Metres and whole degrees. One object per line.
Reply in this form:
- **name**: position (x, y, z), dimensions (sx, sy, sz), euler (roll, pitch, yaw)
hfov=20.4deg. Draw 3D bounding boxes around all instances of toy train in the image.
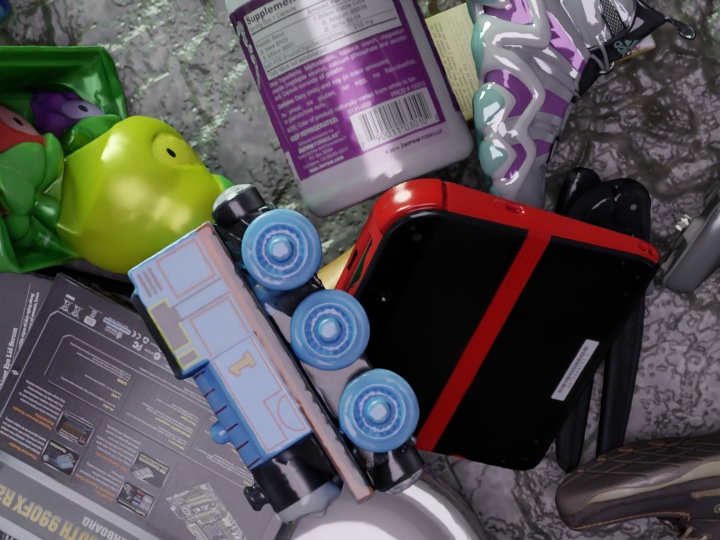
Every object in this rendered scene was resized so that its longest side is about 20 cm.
- **toy train**: position (-0.046, 0.052, 1.151), dimensions (0.114, 0.087, 0.201), euler (-31, 88, -1)

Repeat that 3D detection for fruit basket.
- **fruit basket**: position (-0.172, -0.065, 1.235), dimensions (0.214, 0.216, 0.157), euler (-12, 92, 5)

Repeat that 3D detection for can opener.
- **can opener**: position (0.157, 0.036, 1.285), dimensions (0.063, 0.079, 0.202), euler (-1, 102, 1)

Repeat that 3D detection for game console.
- **game console**: position (0.066, 0.037, 1.229), dimensions (0.175, 0.031, 0.201), euler (13, 130, -17)

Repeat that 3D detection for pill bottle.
- **pill bottle**: position (-0.016, -0.143, 1.215), dimensions (0.111, 0.112, 0.201), euler (-22, 90, 5)

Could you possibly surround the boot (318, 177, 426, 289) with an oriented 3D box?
- **boot**: position (0.001, 0.000, 1.289), dimensions (0.200, 0.071, 0.145), euler (23, 101, -8)

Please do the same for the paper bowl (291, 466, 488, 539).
- **paper bowl**: position (-0.008, 0.214, 1.287), dimensions (0.199, 0.104, 0.203), euler (0, 94, 4)

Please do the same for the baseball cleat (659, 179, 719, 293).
- **baseball cleat**: position (0.280, -0.048, 1.267), dimensions (0.106, 0.070, 0.200), euler (38, 96, 2)

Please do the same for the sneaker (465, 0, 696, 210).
- **sneaker**: position (0.136, -0.124, 1.220), dimensions (0.139, 0.078, 0.202), euler (-5, 95, 5)

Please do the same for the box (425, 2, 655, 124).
- **box**: position (0.084, -0.139, 1.287), dimensions (0.199, 0.050, 0.076), euler (-23, 90, 6)

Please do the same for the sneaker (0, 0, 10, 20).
- **sneaker**: position (-0.278, -0.165, 1.302), dimensions (0.087, 0.075, 0.202), euler (20, 95, 3)

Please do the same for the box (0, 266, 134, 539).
- **box**: position (-0.219, 0.097, 1.311), dimensions (0.140, 0.079, 0.202), euler (14, 94, 0)

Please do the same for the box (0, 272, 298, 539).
- **box**: position (-0.131, 0.116, 1.227), dimensions (0.199, 0.048, 0.159), euler (26, 91, 10)

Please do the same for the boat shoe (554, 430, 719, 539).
- **boat shoe**: position (0.223, 0.143, 1.270), dimensions (0.198, 0.074, 0.074), euler (-12, 100, -6)
